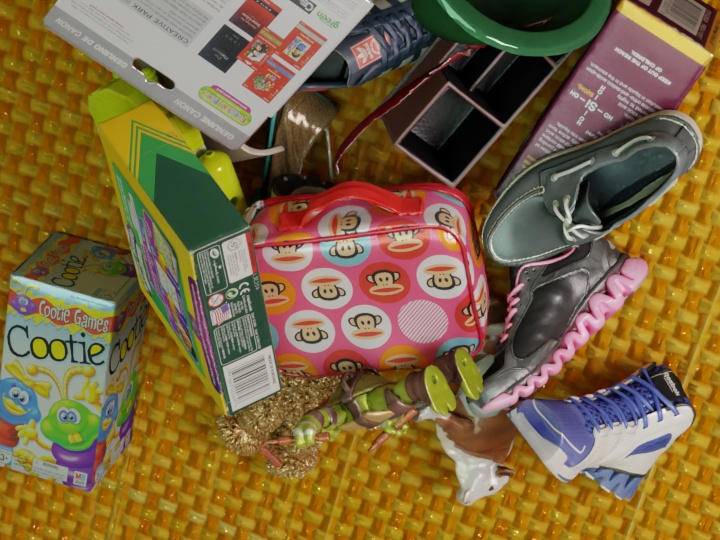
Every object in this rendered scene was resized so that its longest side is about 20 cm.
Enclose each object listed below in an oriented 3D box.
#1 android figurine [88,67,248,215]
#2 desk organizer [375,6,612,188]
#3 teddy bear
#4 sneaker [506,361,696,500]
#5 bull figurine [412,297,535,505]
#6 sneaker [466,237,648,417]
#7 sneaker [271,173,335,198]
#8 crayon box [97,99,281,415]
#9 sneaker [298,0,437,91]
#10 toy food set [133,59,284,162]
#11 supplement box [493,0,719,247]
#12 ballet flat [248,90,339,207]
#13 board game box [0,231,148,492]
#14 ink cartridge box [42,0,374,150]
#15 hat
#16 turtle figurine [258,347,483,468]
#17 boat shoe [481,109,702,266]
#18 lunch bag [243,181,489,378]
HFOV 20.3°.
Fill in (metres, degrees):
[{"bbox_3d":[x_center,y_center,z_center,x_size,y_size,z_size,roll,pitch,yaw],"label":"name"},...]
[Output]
[{"bbox_3d":[-0.169,-0.094,1.727,0.182,0.041,0.200,24,142,45],"label":"android figurine"},{"bbox_3d":[0.106,-0.169,1.617,0.072,0.077,0.200,35,104,-22],"label":"desk organizer"},{"bbox_3d":[-0.052,0.111,1.825,0.200,0.067,0.145,-38,100,27],"label":"teddy bear"},{"bbox_3d":[0.214,0.122,1.709,0.115,0.199,0.081,-46,57,15],"label":"sneaker"},{"bbox_3d":[0.106,0.112,1.770,0.121,0.065,0.200,15,112,-27],"label":"bull figurine"},{"bbox_3d":[0.147,0.038,1.691,0.095,0.200,0.079,45,162,1],"label":"sneaker"},{"bbox_3d":[0.006,-0.014,1.741,0.200,0.075,0.087,19,124,-9],"label":"sneaker"},{"bbox_3d":[-0.137,-0.010,1.628,0.058,0.173,0.200,-25,140,-15],"label":"crayon box"},{"bbox_3d":[0.021,-0.192,1.664,0.200,0.085,0.075,-20,105,23],"label":"sneaker"},{"bbox_3d":[-0.149,-0.178,1.713,0.143,0.060,0.200,-5,115,60],"label":"toy food set"},{"bbox_3d":[0.201,-0.132,1.621,0.086,0.110,0.200,33,117,1],"label":"supplement box"},{"bbox_3d":[-0.063,-0.068,1.761,0.072,0.068,0.200,13,112,-8],"label":"ballet flat"},{"bbox_3d":[-0.265,0.084,1.855,0.103,0.105,0.200,15,117,9],"label":"board game box"},{"bbox_3d":[-0.122,-0.220,1.581,0.200,0.084,0.176,34,114,-24],"label":"ink cartridge box"},{"bbox_3d":[0.072,-0.201,1.579,0.176,0.200,0.166,-43,64,55],"label":"hat"},{"bbox_3d":[0.018,0.108,1.652,0.161,0.200,0.064,-21,77,33],"label":"turtle figurine"},{"bbox_3d":[0.173,-0.058,1.564,0.200,0.062,0.073,-30,102,25],"label":"boat shoe"},{"bbox_3d":[0.000,0.000,1.655,0.200,0.082,0.176,-4,130,11],"label":"lunch bag"}]
